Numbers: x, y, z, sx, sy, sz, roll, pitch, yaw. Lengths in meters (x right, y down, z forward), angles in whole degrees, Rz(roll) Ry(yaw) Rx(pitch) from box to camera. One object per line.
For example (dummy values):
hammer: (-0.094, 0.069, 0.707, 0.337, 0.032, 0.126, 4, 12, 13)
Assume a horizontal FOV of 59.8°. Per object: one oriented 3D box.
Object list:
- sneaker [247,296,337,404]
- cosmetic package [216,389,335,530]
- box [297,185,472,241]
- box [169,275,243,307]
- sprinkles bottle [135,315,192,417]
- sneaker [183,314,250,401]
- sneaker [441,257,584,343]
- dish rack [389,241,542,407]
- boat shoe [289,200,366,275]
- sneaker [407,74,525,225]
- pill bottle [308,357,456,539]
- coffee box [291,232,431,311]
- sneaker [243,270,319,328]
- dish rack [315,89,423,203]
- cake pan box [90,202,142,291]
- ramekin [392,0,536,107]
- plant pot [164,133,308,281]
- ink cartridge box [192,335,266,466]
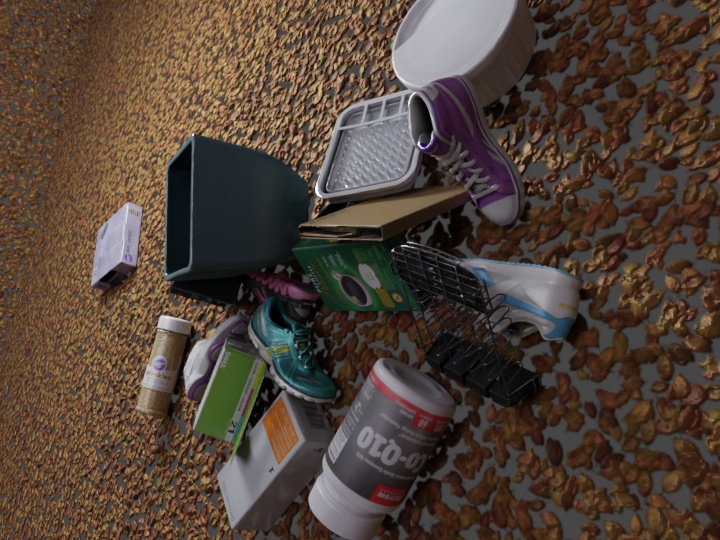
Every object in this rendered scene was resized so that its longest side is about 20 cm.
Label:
sneaker: (-0.103, 0.121, 0.955, 0.200, 0.077, 0.080, 46, 116, 28)
cosmetic package: (-0.128, 0.288, 0.946, 0.200, 0.071, 0.102, -53, 43, 18)
box: (0.041, -0.079, 0.837, 0.163, 0.199, 0.021, 4, 112, 47)
box: (-0.270, -0.043, 1.162, 0.197, 0.117, 0.201, 163, 122, -72)
sprinkles bottle: (-0.407, 0.198, 1.299, 0.068, 0.068, 0.201, 1, 75, 48)
sneaker: (-0.279, 0.147, 1.171, 0.200, 0.075, 0.100, -52, 44, 19)
sneaker: (0.158, 0.034, 0.736, 0.199, 0.076, 0.081, 6, 80, 51)
dish rack: (0.110, 0.053, 0.693, 0.054, 0.201, 0.153, -37, 34, -25)
boat shoe: (-0.058, -0.064, 1.029, 0.200, 0.059, 0.072, -39, 49, 31)
sneaker: (0.120, -0.133, 0.763, 0.073, 0.114, 0.201, -28, 92, 47)
pill bottle: (0.023, 0.221, 0.773, 0.114, 0.114, 0.201, 38, 103, 49)
coffee box: (0.000, 0.000, 0.892, 0.199, 0.123, 0.044, -5, 34, 48)
sneaker: (-0.148, 0.054, 1.078, 0.200, 0.079, 0.096, 18, 99, 52)
dish rack: (0.028, -0.183, 0.950, 0.171, 0.044, 0.201, -6, 52, 30)
cake pan box: (-0.670, -0.061, 1.720, 0.184, 0.052, 0.201, -31, 52, 38)
ramekin: (0.149, -0.314, 0.868, 0.202, 0.094, 0.203, -21, 56, 34)
plant pot: (-0.191, -0.083, 0.994, 0.196, 0.199, 0.197, -11, 77, 62)
ink cartridge box: (-0.210, 0.200, 1.006, 0.200, 0.075, 0.149, -155, 87, -80)
